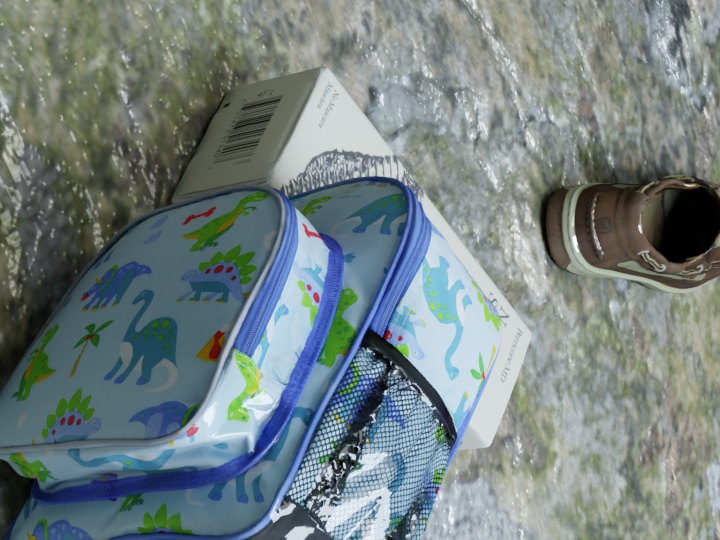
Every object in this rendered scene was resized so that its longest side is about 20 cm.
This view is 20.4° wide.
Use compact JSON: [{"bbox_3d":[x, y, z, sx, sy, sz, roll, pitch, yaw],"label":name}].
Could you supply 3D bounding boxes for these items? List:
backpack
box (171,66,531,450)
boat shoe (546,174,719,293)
[{"bbox_3d":[-0.043,0.049,0.836,0.147,0.182,0.200,52,49,-26],"label":"backpack"},{"bbox_3d":[0.000,0.000,0.987,0.200,0.068,0.082,49,49,-33],"label":"box"},{"bbox_3d":[0.198,-0.023,1.225,0.202,0.075,0.075,-7,89,-51],"label":"boat shoe"}]
